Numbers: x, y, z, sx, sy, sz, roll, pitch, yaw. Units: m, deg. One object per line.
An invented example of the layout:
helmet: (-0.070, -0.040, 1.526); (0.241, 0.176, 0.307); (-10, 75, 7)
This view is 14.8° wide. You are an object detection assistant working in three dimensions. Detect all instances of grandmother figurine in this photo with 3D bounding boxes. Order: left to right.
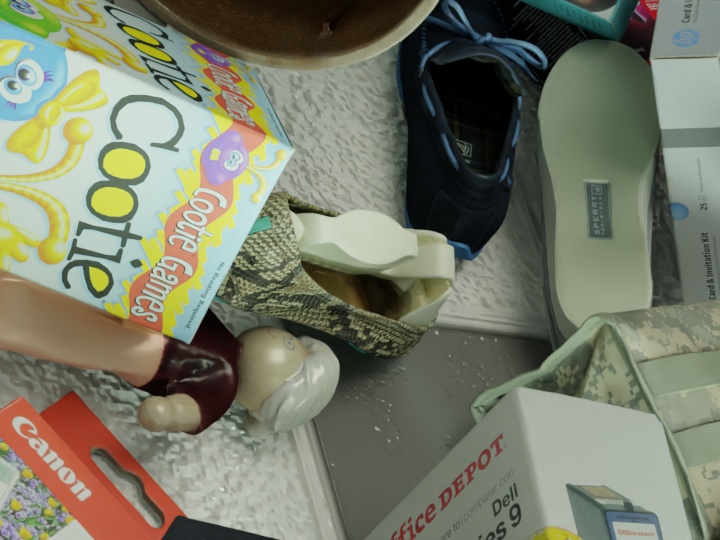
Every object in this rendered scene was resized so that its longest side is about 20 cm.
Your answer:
grandmother figurine: (-0.097, 0.032, 1.262); (0.200, 0.061, 0.121); (16, 38, -30)

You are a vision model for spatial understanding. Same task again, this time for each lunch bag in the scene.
lunch bag: (0.173, 0.121, 1.367); (0.164, 0.118, 0.200); (-5, 64, -49)

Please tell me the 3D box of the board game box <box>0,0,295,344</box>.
board game box: (-0.146, -0.065, 1.191); (0.200, 0.105, 0.103); (22, 17, -22)

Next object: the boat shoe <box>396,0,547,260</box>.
boat shoe: (0.066, -0.093, 1.497); (0.084, 0.069, 0.200); (11, 46, -17)

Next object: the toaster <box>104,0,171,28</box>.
toaster: (-0.180, -0.150, 1.314); (0.200, 0.119, 0.181); (24, 43, -21)

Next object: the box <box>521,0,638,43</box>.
box: (0.070, -0.207, 1.544); (0.200, 0.082, 0.049); (25, -3, 13)

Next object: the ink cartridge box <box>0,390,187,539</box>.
ink cartridge box: (-0.137, 0.116, 1.163); (0.109, 0.050, 0.200); (47, 40, 6)

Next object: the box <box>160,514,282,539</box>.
box: (-0.041, 0.207, 1.075); (0.148, 0.104, 0.200); (12, 38, 16)

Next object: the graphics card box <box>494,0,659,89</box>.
graphics card box: (0.116, -0.169, 1.621); (0.200, 0.051, 0.125); (53, 32, 14)

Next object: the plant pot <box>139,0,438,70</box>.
plant pot: (-0.007, -0.225, 1.269); (0.200, 0.200, 0.198); (41, 42, -2)

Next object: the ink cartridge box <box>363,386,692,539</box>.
ink cartridge box: (0.081, 0.174, 1.218); (0.087, 0.145, 0.200); (15, 48, -28)

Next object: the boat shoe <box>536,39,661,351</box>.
boat shoe: (0.123, -0.031, 1.495); (0.070, 0.072, 0.201); (7, 56, -4)

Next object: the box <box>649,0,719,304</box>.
box: (0.196, -0.089, 1.524); (0.041, 0.200, 0.156); (-1, 44, 16)

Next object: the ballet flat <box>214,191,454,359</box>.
ballet flat: (0.000, 0.000, 1.317); (0.200, 0.075, 0.068); (17, 56, -58)
